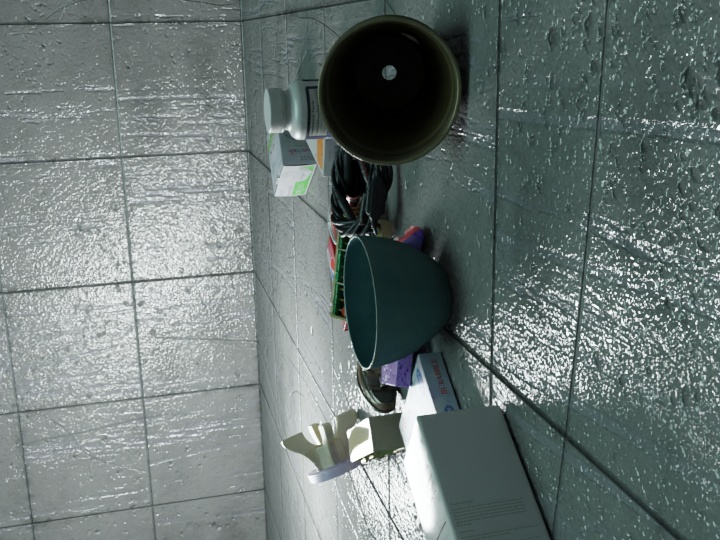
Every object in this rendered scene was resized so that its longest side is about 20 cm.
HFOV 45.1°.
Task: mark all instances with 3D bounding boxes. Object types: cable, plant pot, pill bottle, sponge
[{"bbox_3d":[-0.002,-0.161,1.562,0.163,0.050,0.203,7,95,59],"label":"cable"},{"bbox_3d":[0.042,-0.273,1.249,0.174,0.197,0.202,-86,-3,-67],"label":"plant pot"},{"bbox_3d":[0.061,0.043,1.327,0.200,0.133,0.203,175,90,-75],"label":"plant pot"},{"bbox_3d":[-0.079,-0.305,1.641,0.111,0.198,0.112,176,90,-76],"label":"pill bottle"},{"bbox_3d":[0.062,0.143,1.500,0.200,0.029,0.113,131,142,-82],"label":"sponge"}]

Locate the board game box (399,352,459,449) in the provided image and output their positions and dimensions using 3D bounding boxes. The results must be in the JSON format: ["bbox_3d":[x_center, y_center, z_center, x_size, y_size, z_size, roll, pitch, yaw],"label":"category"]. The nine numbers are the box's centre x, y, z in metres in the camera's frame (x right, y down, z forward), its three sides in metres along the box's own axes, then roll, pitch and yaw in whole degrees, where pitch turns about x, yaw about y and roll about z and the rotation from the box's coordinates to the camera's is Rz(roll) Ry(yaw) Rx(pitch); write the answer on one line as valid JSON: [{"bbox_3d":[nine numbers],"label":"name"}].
[{"bbox_3d":[0.117,0.270,1.369,0.201,0.041,0.201,100,160,-47],"label":"board game box"}]

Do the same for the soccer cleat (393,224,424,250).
[{"bbox_3d":[0.073,-0.009,1.445,0.077,0.066,0.200,50,152,8],"label":"soccer cleat"}]

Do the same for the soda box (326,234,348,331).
[{"bbox_3d":[-0.021,0.022,1.799,0.070,0.063,0.202,105,156,-53],"label":"soda box"}]

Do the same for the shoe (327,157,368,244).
[{"bbox_3d":[-0.025,-0.136,1.743,0.091,0.071,0.203,-128,39,-75],"label":"shoe"}]

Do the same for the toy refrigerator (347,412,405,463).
[{"bbox_3d":[0.033,0.324,1.657,0.200,0.075,0.071,127,136,-69],"label":"toy refrigerator"}]

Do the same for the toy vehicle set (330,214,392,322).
[{"bbox_3d":[0.000,0.000,1.618,0.124,0.026,0.203,12,99,48],"label":"toy vehicle set"}]

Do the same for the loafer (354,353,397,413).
[{"bbox_3d":[0.028,0.180,1.655,0.201,0.071,0.063,-107,25,-49],"label":"loafer"}]

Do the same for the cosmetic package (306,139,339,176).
[{"bbox_3d":[-0.067,-0.291,1.863,0.201,0.070,0.102,-115,24,-55],"label":"cosmetic package"}]

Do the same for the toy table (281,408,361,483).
[{"bbox_3d":[-0.075,0.401,1.951,0.200,0.182,0.118,-32,80,61],"label":"toy table"}]

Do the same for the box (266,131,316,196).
[{"bbox_3d":[-0.185,-0.315,2.280,0.200,0.096,0.178,123,139,-68],"label":"box"}]

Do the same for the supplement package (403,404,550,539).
[{"bbox_3d":[0.142,0.293,1.110,0.120,0.120,0.201,100,160,-48],"label":"supplement package"}]
